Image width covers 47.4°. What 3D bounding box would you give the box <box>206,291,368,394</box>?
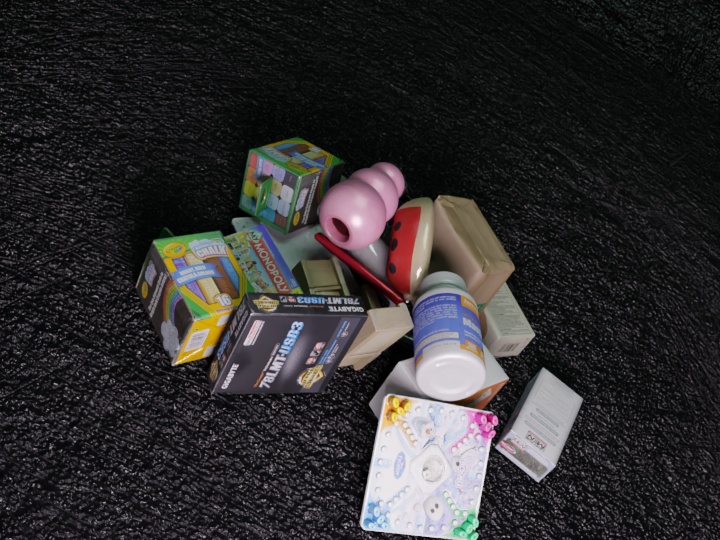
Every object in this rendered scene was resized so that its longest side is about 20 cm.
[{"bbox_3d":[-0.114,0.116,1.264,0.196,0.201,0.050,3,46,-32],"label":"box"}]

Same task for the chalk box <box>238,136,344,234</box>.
[{"bbox_3d":[-0.142,-0.158,1.538,0.123,0.126,0.199,29,29,22],"label":"chalk box"}]

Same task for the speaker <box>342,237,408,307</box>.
[{"bbox_3d":[0.026,-0.017,1.557,0.200,0.081,0.081,48,41,2],"label":"speaker"}]

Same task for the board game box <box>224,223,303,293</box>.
[{"bbox_3d":[-0.185,0.021,1.414,0.133,0.029,0.201,-21,62,-23],"label":"board game box"}]

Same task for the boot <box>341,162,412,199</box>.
[{"bbox_3d":[0.026,-0.169,1.659,0.068,0.130,0.200,46,3,-39],"label":"boot"}]

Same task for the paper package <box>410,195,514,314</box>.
[{"bbox_3d":[0.175,-0.006,1.573,0.102,0.201,0.192,-2,51,-35],"label":"paper package"}]

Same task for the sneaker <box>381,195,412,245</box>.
[{"bbox_3d":[0.046,-0.091,1.651,0.070,0.099,0.200,36,43,1],"label":"sneaker"}]

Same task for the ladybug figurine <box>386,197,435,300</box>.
[{"bbox_3d":[0.088,-0.042,1.478,0.071,0.136,0.202,10,62,-2],"label":"ladybug figurine"}]

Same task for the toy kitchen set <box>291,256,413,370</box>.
[{"bbox_3d":[0.012,0.045,1.412,0.162,0.180,0.202,-4,64,-37],"label":"toy kitchen set"}]

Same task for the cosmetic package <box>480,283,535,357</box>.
[{"bbox_3d":[0.254,0.072,1.647,0.104,0.071,0.202,0,50,-32],"label":"cosmetic package"}]

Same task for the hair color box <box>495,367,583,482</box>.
[{"bbox_3d":[0.331,0.278,1.504,0.099,0.061,0.200,38,40,6],"label":"hair color box"}]

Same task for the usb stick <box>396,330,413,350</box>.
[{"bbox_3d":[0.132,0.146,1.520,0.198,0.033,0.056,27,20,-8],"label":"usb stick"}]

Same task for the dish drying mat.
[{"bbox_3d":[0.000,0.000,1.487,0.199,0.018,0.077,39,-2,12],"label":"dish drying mat"}]

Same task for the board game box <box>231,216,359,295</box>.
[{"bbox_3d":[-0.123,-0.020,1.527,0.198,0.026,0.201,-6,54,-36],"label":"board game box"}]

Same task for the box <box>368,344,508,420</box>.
[{"bbox_3d":[0.134,0.206,1.396,0.198,0.125,0.098,-13,56,-40],"label":"box"}]

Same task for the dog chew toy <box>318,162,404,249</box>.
[{"bbox_3d":[0.012,-0.128,1.488,0.124,0.125,0.200,38,52,6],"label":"dog chew toy"}]

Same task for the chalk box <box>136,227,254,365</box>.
[{"bbox_3d":[-0.268,0.024,1.300,0.123,0.125,0.201,-10,57,-39],"label":"chalk box"}]

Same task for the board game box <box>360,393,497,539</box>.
[{"bbox_3d":[0.110,0.305,1.253,0.198,0.026,0.203,13,84,-23],"label":"board game box"}]

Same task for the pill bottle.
[{"bbox_3d":[0.139,0.098,1.323,0.111,0.113,0.201,19,41,-16],"label":"pill bottle"}]
